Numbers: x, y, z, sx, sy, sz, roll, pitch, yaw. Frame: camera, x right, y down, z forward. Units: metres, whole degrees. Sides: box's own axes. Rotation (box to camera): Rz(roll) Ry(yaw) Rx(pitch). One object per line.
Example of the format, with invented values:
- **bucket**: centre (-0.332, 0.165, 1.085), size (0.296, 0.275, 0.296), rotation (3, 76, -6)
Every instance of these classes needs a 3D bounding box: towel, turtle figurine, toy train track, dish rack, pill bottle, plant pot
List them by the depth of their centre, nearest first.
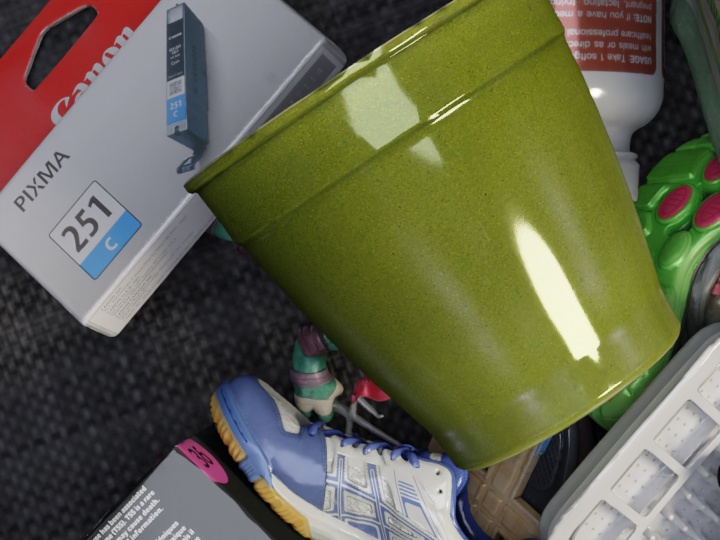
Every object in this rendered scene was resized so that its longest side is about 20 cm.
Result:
- **plant pot**: centre (0.050, -0.015, 0.959), size (0.200, 0.200, 0.193), rotation (-33, 93, 3)
- **towel**: centre (0.178, -0.123, 0.985), size (0.023, 0.200, 0.153), rotation (-13, 64, 2)
- **dish rack**: centre (0.189, 0.122, 1.056), size (0.172, 0.044, 0.200), rotation (-50, 127, 2)
- **toy train track**: centre (0.080, 0.091, 1.064), size (0.115, 0.033, 0.200), rotation (41, 119, 36)
- **pill bottle**: centre (0.107, -0.137, 1.069), size (0.112, 0.112, 0.200), rotation (0, 90, 3)
- **turtle figurine**: centre (0.000, 0.000, 1.085), size (0.150, 0.101, 0.200), rotation (-43, 78, -8)

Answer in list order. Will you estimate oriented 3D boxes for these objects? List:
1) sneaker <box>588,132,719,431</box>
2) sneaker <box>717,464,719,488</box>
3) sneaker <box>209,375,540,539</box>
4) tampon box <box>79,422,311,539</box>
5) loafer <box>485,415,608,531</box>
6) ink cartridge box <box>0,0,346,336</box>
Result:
- **sneaker**: centre (0.182, 0.004, 1.093), size (0.077, 0.084, 0.200), rotation (25, 76, 41)
- **sneaker**: centre (0.190, 0.156, 1.015), size (0.200, 0.075, 0.116), rotation (-32, 110, -4)
- **sneaker**: centre (0.013, 0.114, 1.046), size (0.200, 0.075, 0.088), rotation (43, 101, 1)
- **tampon box**: centre (-0.058, 0.196, 1.060), size (0.200, 0.150, 0.126), rotation (45, 93, 2)
- **loafer**: centre (0.114, 0.124, 1.103), size (0.072, 0.063, 0.200), rotation (-13, 85, 45)
- **ink cartridge box**: centre (-0.135, -0.094, 1.086), size (0.176, 0.045, 0.200), rotation (41, 93, 23)
